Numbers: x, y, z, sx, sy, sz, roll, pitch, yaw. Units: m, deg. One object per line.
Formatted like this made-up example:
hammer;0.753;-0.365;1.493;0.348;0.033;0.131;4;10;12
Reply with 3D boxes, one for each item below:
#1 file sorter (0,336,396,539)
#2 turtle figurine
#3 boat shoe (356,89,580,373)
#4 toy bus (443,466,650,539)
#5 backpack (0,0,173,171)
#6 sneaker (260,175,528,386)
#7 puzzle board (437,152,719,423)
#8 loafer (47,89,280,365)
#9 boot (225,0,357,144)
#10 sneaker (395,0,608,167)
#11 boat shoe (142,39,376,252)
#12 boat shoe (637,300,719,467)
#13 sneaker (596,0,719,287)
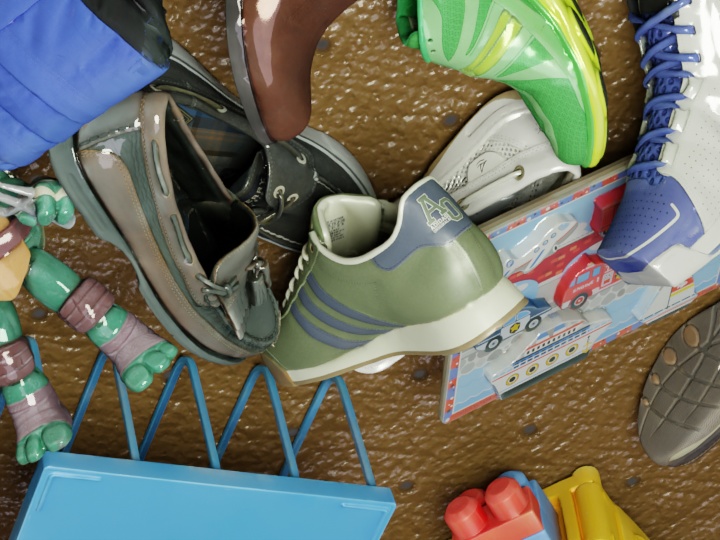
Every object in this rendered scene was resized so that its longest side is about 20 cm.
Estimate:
file sorter;-0.106;0.126;1.388;0.199;0.123;0.139;8;129;-22
turtle figurine;-0.189;-0.008;1.235;0.149;0.101;0.200;-29;111;25
boat shoe;0.048;-0.006;1.349;0.070;0.070;0.200;14;127;-35
toy bus;0.091;0.211;1.528;0.199;0.136;0.192;-30;119;14
backpack;-0.192;-0.140;1.105;0.167;0.163;0.200;-32;144;19
sneaker;0.000;0.000;1.288;0.067;0.200;0.090;-39;104;-34
puzzle board;0.132;-0.002;1.359;0.199;0.017;0.151;-24;144;-23
loafer;-0.081;-0.018;1.227;0.063;0.072;0.200;-13;142;22
boot;0.040;-0.146;1.163;0.198;0.068;0.190;5;98;6
sneaker;0.062;-0.130;1.248;0.083;0.074;0.200;-27;121;14
boat shoe;-0.064;-0.052;1.286;0.069;0.057;0.200;-42;129;20
boat shoe;0.241;0.047;1.454;0.073;0.075;0.200;21;123;-30
sneaker;0.169;-0.095;1.278;0.115;0.080;0.200;43;74;-15
